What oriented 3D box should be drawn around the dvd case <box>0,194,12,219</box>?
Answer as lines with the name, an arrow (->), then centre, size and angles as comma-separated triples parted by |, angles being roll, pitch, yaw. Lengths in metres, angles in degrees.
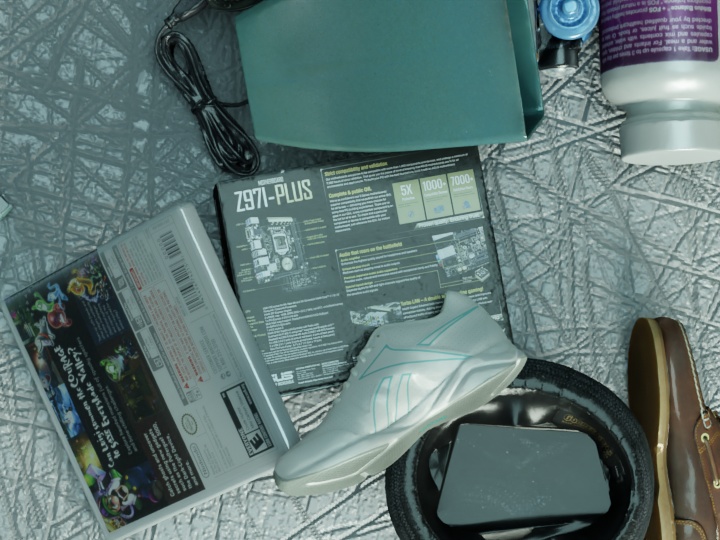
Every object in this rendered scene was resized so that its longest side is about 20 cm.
dvd case -> -0.381, -0.069, 1.367 | 0.200, 0.022, 0.146 | 44, 83, 0

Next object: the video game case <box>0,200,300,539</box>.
video game case -> -0.154, 0.077, 1.332 | 0.181, 0.023, 0.201 | -26, 88, 26

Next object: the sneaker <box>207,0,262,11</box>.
sneaker -> -0.033, -0.248, 1.293 | 0.199, 0.087, 0.080 | -34, 120, 14

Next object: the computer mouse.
computer mouse -> -0.058, -0.180, 1.396 | 0.199, 0.046, 0.141 | -36, 97, 3

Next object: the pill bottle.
pill bottle -> 0.236, -0.185, 1.392 | 0.111, 0.112, 0.202 | 0, 85, -6

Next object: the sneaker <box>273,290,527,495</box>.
sneaker -> 0.017, 0.089, 1.289 | 0.199, 0.071, 0.081 | -31, 74, -15

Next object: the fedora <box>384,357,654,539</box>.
fedora -> 0.116, 0.158, 1.363 | 0.198, 0.092, 0.203 | 0, 85, -2

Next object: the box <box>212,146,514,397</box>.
box -> 0.000, 0.000, 1.366 | 0.198, 0.086, 0.166 | -11, 88, -6

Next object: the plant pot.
plant pot -> 0.020, -0.156, 1.311 | 0.198, 0.141, 0.143 | -8, 100, 13

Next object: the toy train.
toy train -> 0.123, -0.247, 1.403 | 0.113, 0.087, 0.202 | -2, 88, 3

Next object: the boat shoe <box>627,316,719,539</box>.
boat shoe -> 0.246, 0.134, 1.392 | 0.070, 0.070, 0.202 | -5, 93, -10
